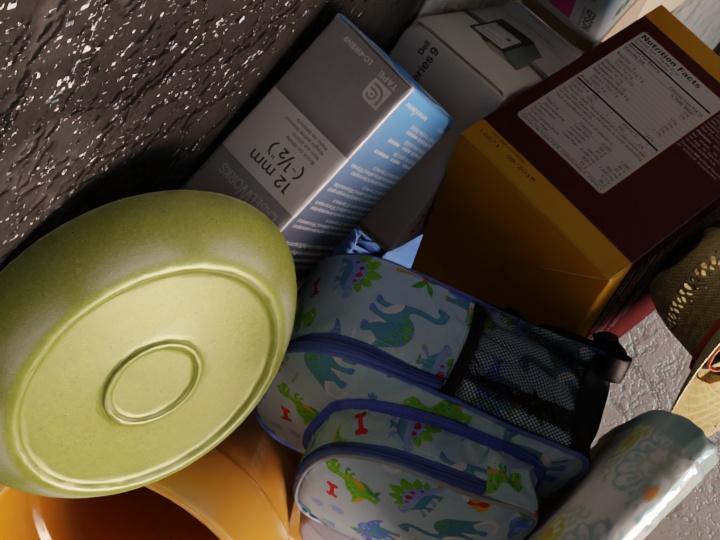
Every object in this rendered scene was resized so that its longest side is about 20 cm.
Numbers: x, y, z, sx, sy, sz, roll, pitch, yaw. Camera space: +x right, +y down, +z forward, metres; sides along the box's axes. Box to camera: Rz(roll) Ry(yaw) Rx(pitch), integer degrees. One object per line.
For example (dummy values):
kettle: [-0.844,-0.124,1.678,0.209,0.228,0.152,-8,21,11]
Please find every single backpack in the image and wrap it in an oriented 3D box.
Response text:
backpack: [0.032,0.091,0.741,0.147,0.199,0.183,-64,-177,-33]

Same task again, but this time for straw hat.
straw hat: [0.234,0.019,0.759,0.201,0.085,0.201,-32,150,-21]

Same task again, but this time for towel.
towel: [0.128,0.164,0.717,0.171,0.048,0.200,-47,170,-8]

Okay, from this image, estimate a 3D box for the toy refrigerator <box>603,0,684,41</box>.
toy refrigerator: [0.274,-0.286,1.110,0.200,0.070,0.076,-40,161,-41]

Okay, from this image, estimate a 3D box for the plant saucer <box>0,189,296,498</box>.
plant saucer: [-0.112,0.050,0.610,0.199,0.031,0.201,-23,138,-23]

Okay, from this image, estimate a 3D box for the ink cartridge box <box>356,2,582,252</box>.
ink cartridge box: [0.069,-0.109,0.863,0.146,0.084,0.200,-54,168,29]

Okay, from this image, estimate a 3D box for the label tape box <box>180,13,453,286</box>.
label tape box: [-0.043,-0.045,0.701,0.200,0.066,0.143,-44,171,9]

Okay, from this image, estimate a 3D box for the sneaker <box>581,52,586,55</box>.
sneaker: [0.164,-0.127,0.996,0.200,0.090,0.067,-11,-112,52]

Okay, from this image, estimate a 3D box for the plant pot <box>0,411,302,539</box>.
plant pot: [-0.124,0.154,0.813,0.200,0.200,0.183,-55,-177,35]

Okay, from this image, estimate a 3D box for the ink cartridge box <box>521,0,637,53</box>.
ink cartridge box: [0.207,-0.270,0.861,0.165,0.075,0.200,-47,171,-8]

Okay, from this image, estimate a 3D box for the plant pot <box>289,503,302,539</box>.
plant pot: [-0.018,0.150,1.015,0.183,0.200,0.200,-39,176,34]

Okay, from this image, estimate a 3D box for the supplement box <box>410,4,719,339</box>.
supplement box: [0.162,-0.039,0.828,0.200,0.133,0.197,-34,160,-26]

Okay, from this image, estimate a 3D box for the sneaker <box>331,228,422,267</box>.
sneaker: [0.001,0.001,1.018,0.111,0.077,0.200,-54,179,-17]

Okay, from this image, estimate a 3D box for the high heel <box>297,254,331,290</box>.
high heel: [-0.076,0.053,0.895,0.143,0.071,0.200,-56,178,9]

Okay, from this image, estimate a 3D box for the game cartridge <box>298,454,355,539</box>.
game cartridge: [0.037,0.184,0.857,0.041,0.200,0.133,-41,-150,27]
